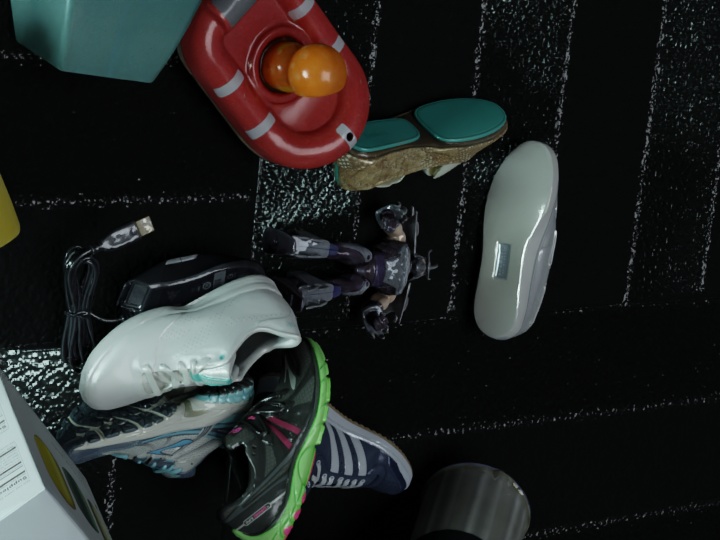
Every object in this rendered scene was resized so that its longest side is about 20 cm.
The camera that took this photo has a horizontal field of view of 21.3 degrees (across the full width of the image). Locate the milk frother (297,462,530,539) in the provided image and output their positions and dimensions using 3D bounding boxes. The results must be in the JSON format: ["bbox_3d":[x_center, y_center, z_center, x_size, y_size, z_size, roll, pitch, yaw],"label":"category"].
[{"bbox_3d":[0.047,0.274,1.883,0.200,0.180,0.189,47,29,-13],"label":"milk frother"}]

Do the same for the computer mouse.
[{"bbox_3d":[-0.178,0.001,1.680,0.198,0.046,0.142,-17,132,-24],"label":"computer mouse"}]

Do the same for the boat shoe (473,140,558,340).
[{"bbox_3d":[0.168,-0.029,1.935,0.068,0.071,0.202,0,97,-59],"label":"boat shoe"}]

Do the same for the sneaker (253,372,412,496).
[{"bbox_3d":[-0.035,0.191,1.816,0.200,0.070,0.109,38,53,-32],"label":"sneaker"}]

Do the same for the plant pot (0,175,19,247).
[{"bbox_3d":[-0.379,-0.080,1.430,0.200,0.200,0.191,-27,102,-28],"label":"plant pot"}]

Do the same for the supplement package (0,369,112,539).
[{"bbox_3d":[-0.295,0.213,1.541,0.150,0.200,0.152,-34,123,-3],"label":"supplement package"}]

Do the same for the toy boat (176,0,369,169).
[{"bbox_3d":[-0.059,-0.176,1.673,0.131,0.130,0.200,-49,126,-15],"label":"toy boat"}]

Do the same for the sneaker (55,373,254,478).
[{"bbox_3d":[-0.178,0.152,1.715,0.198,0.077,0.087,-13,114,-34],"label":"sneaker"}]

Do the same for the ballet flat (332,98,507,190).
[{"bbox_3d":[0.052,-0.117,1.830,0.198,0.071,0.066,-12,137,-32],"label":"ballet flat"}]

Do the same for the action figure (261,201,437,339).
[{"bbox_3d":[0.000,0.000,1.812,0.199,0.069,0.132,-2,95,-41],"label":"action figure"}]

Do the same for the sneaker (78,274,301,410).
[{"bbox_3d":[-0.146,0.076,1.665,0.199,0.089,0.076,-27,139,-13],"label":"sneaker"}]

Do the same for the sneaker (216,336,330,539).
[{"bbox_3d":[-0.078,0.145,1.711,0.083,0.077,0.202,19,62,-8],"label":"sneaker"}]

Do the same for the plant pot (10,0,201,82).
[{"bbox_3d":[-0.201,-0.263,1.539,0.140,0.141,0.202,5,108,-38],"label":"plant pot"}]
